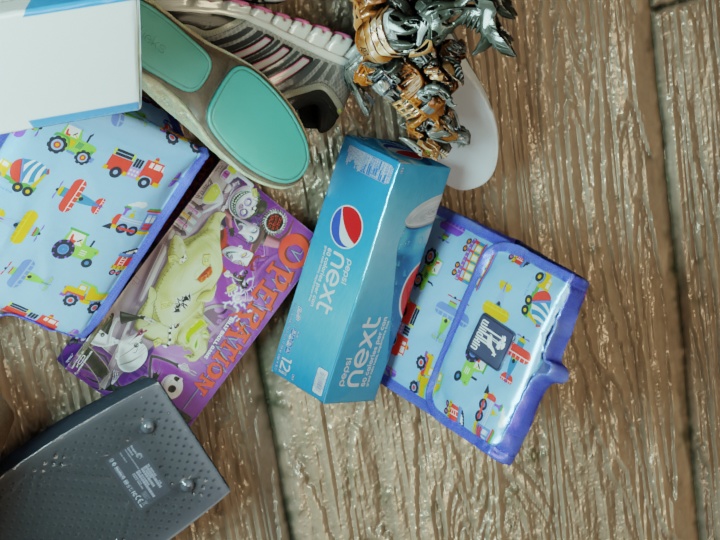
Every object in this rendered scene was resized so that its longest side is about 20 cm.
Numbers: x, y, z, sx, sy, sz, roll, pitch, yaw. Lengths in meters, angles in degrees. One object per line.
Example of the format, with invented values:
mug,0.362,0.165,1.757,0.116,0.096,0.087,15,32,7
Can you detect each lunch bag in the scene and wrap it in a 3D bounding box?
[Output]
lunch bag,0.107,0.055,1.517,0.093,0.200,0.152,22,95,-30
lunch bag,-0.229,-0.042,1.404,0.150,0.094,0.201,22,104,-32

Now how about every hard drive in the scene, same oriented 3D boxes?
hard drive,-0.213,0.175,1.480,0.199,0.042,0.135,-33,122,-4

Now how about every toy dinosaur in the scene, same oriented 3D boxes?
toy dinosaur,0.042,-0.176,1.422,0.135,0.103,0.200,-19,138,16

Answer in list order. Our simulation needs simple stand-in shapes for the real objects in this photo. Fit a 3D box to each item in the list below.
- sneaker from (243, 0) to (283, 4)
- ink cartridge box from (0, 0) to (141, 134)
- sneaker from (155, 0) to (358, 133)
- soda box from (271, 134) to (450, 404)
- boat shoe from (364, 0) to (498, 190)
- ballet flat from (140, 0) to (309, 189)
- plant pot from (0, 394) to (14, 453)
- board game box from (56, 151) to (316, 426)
sneaker,-0.126,-0.256,1.393,0.199,0.075,0.082,27,84,-30
ink cartridge box,-0.245,-0.169,1.279,0.144,0.200,0.085,-13,123,-22
sneaker,-0.085,-0.152,1.439,0.198,0.074,0.088,12,94,-34
soda box,0.000,0.000,1.516,0.067,0.064,0.202,2,111,-50
boat shoe,0.059,-0.159,1.516,0.068,0.057,0.201,-17,118,15
ballet flat,-0.116,-0.133,1.382,0.200,0.062,0.068,42,77,-27
plant pot,-0.344,0.147,1.360,0.200,0.186,0.187,-50,121,-20
board game box,-0.130,0.023,1.500,0.120,0.032,0.201,38,87,-34
